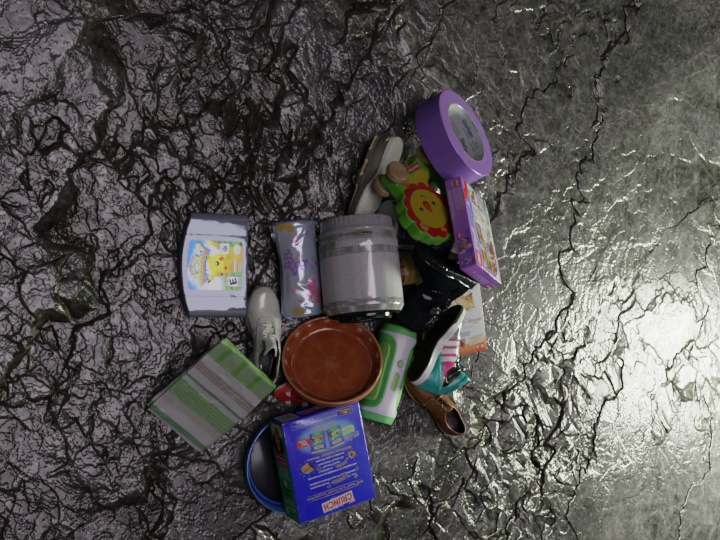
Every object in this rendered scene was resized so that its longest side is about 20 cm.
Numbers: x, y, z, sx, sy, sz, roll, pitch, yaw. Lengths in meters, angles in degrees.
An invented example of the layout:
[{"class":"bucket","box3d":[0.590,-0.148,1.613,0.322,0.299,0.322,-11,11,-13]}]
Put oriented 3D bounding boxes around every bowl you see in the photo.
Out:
[{"class":"bowl","box3d":[-0.138,0.383,1.622,0.200,0.039,0.201,0,90,-26]}]

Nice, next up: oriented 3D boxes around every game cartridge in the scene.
[{"class":"game cartridge","box3d":[-0.283,-0.010,1.554,0.133,0.040,0.201,1,89,-23]}]

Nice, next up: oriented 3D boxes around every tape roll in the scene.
[{"class":"tape roll","box3d":[0.200,-0.280,1.721,0.200,0.066,0.201,34,43,-38]}]

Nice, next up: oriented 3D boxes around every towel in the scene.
[{"class":"towel","box3d":[-0.278,0.233,1.515,0.200,0.031,0.149,-41,112,7]}]

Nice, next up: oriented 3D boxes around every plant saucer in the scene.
[{"class":"plant saucer","box3d":[-0.057,0.182,1.611,0.200,0.032,0.201,2,53,-3]}]

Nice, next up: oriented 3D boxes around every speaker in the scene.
[{"class":"speaker","box3d":[0.056,0.215,1.693,0.088,0.088,0.201,20,81,-25]}]

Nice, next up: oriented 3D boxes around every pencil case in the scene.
[{"class":"pencil case","box3d":[-0.125,-0.004,1.604,0.091,0.083,0.201,-12,97,-44]}]

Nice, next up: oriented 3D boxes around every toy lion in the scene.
[{"class":"toy lion","box3d":[0.132,-0.147,1.652,0.192,0.069,0.200,50,43,2]}]

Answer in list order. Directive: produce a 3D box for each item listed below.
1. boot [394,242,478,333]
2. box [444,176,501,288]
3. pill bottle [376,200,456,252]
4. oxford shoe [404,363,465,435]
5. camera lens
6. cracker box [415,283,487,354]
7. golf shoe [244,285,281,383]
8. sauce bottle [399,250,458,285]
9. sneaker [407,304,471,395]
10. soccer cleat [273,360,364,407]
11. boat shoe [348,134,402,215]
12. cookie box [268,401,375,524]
[{"class":"boot","box3d":[0.127,0.045,1.631,0.168,0.076,0.200,-47,140,15]},{"class":"box","box3d":[0.231,-0.077,1.658,0.137,0.039,0.201,32,46,-54]},{"class":"pill bottle","box3d":[0.137,-0.090,1.723,0.199,0.106,0.107,2,89,-27]},{"class":"oxford shoe","box3d":[0.166,0.280,1.758,0.071,0.071,0.200,-45,107,-18]},{"class":"camera lens","box3d":[0.000,0.000,1.601,0.160,0.160,0.201,-1,82,-26]},{"class":"cracker box","box3d":[0.199,0.086,1.779,0.134,0.058,0.201,-10,94,-23]},{"class":"golf shoe","box3d":[-0.178,0.129,1.572,0.078,0.097,0.201,-1,89,-25]},{"class":"sauce bottle","box3d":[0.156,-0.011,1.696,0.199,0.066,0.066,-9,94,-18]},{"class":"sneaker","box3d":[0.192,0.182,1.704,0.121,0.084,0.200,42,69,-24]},{"class":"soccer cleat","box3d":[-0.081,0.217,1.642,0.199,0.069,0.085,-12,54,-9]},{"class":"boat shoe","box3d":[0.021,-0.193,1.692,0.202,0.060,0.072,-64,151,-10]},{"class":"cookie box","box3d":[-0.075,0.370,1.590,0.171,0.075,0.201,-12,95,-26]}]
